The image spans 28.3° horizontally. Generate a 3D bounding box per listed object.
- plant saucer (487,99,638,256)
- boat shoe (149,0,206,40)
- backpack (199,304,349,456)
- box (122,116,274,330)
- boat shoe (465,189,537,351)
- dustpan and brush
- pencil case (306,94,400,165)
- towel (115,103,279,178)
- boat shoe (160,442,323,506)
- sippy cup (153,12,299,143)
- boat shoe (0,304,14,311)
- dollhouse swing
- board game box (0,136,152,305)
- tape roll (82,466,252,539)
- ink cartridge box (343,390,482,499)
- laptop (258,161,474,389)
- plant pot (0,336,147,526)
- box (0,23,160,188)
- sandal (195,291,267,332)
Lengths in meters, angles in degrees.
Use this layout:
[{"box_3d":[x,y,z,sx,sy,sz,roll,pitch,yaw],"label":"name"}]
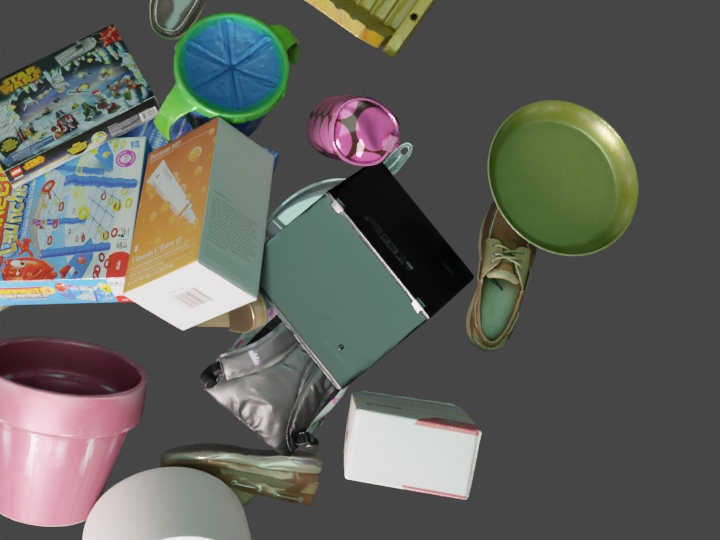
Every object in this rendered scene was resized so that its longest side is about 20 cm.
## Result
[{"box_3d":[0.244,-0.110,1.751,0.199,0.031,0.201,4,74,-15],"label":"plant saucer"},{"box_3d":[-0.209,-0.382,1.751,0.072,0.066,0.201,23,88,-2],"label":"boat shoe"},{"box_3d":[-0.079,0.100,1.716,0.167,0.127,0.200,41,90,-17],"label":"backpack"},{"box_3d":[-0.183,-0.053,1.635,0.124,0.097,0.201,-22,49,35],"label":"box"},{"box_3d":[0.179,0.001,1.751,0.075,0.074,0.201,9,89,-2],"label":"boat shoe"},{"box_3d":[-0.007,-0.079,1.754,0.140,0.057,0.200,42,88,0],"label":"dustpan and brush"},{"box_3d":[-0.006,-0.165,1.686,0.094,0.200,0.091,33,93,-11],"label":"pencil case"},{"box_3d":[-0.215,-0.116,1.768,0.199,0.024,0.145,21,89,-1],"label":"towel"},{"box_3d":[-0.146,0.252,1.739,0.199,0.076,0.072,5,91,0],"label":"boat shoe"},{"box_3d":[-0.159,-0.218,1.709,0.177,0.130,0.140,0,71,-11],"label":"sippy cup"},{"box_3d":[-0.366,-0.002,1.740,0.201,0.072,0.061,-17,102,-4],"label":"boat shoe"},{"box_3d":[-0.002,-0.371,1.704,0.200,0.176,0.182,36,88,0],"label":"dollhouse swing"},{"box_3d":[-0.351,-0.059,1.689,0.195,0.056,0.201,-2,59,7],"label":"board game box"},{"box_3d":[-0.219,0.350,1.661,0.202,0.139,0.203,-7,118,-12],"label":"tape roll"},{"box_3d":[0.056,0.201,1.682,0.145,0.200,0.084,9,92,-1],"label":"ink cartridge box"},{"box_3d":[0.000,0.000,1.679,0.187,0.200,0.116,51,127,0],"label":"laptop"},{"box_3d":[-0.363,0.194,1.685,0.199,0.200,0.180,12,104,-1],"label":"plant pot"},{"box_3d":[-0.356,-0.200,1.717,0.200,0.040,0.137,-28,58,-8],"label":"box"},{"box_3d":[-0.162,0.026,1.714,0.069,0.211,0.078,-20,113,-36],"label":"sandal"}]
